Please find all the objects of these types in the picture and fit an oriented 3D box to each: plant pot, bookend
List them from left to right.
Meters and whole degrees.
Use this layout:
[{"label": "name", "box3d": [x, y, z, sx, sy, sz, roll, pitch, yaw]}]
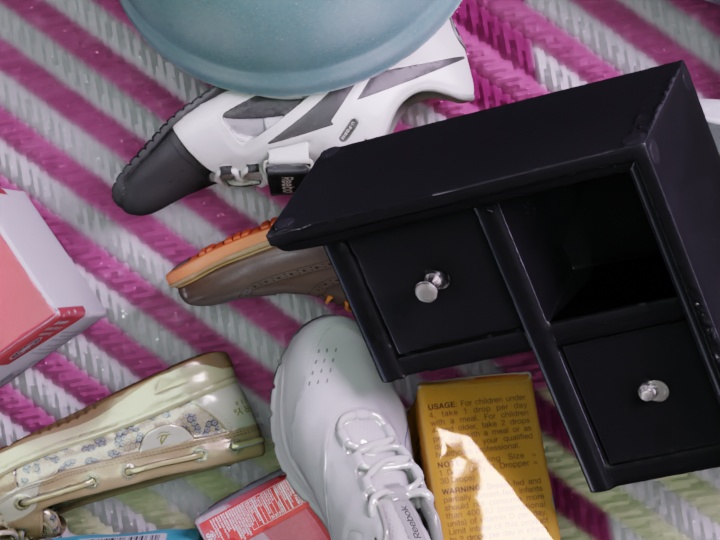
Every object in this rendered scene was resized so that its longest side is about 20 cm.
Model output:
[{"label": "plant pot", "box3d": [-0.042, -0.205, 1.438, 0.200, 0.134, 0.201, -3, 67, 7]}, {"label": "bookend", "box3d": [0.090, 0.024, 1.413, 0.199, 0.092, 0.199, -12, 114, 25]}]

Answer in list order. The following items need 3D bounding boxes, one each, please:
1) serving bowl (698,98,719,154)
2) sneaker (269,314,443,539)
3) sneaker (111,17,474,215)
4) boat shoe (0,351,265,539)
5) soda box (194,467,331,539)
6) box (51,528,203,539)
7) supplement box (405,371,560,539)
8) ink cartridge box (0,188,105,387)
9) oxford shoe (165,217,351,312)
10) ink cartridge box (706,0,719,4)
[{"label": "serving bowl", "box3d": [0.188, -0.003, 1.463, 0.200, 0.066, 0.201, 15, 126, 22]}, {"label": "sneaker", "box3d": [0.011, 0.115, 1.441, 0.074, 0.087, 0.201, -9, 78, -24]}, {"label": "sneaker", "box3d": [-0.032, -0.069, 1.502, 0.200, 0.074, 0.089, -31, 87, 4]}, {"label": "boat shoe", "box3d": [-0.148, 0.110, 1.513, 0.200, 0.073, 0.063, -27, 86, 3]}, {"label": "soda box", "box3d": [-0.010, 0.199, 1.506, 0.063, 0.070, 0.200, -28, 89, 3]}, {"label": "box", "box3d": [-0.113, 0.237, 1.503, 0.082, 0.049, 0.201, -4, 104, 2]}, {"label": "supplement box", "box3d": [0.069, 0.155, 1.471, 0.069, 0.067, 0.201, -8, 73, -9]}, {"label": "ink cartridge box", "box3d": [-0.242, 0.046, 1.482, 0.200, 0.147, 0.083, -35, 87, 3]}, {"label": "oxford shoe", "box3d": [0.000, 0.000, 1.504, 0.199, 0.071, 0.073, -12, 95, 4]}, {"label": "ink cartridge box", "box3d": [0.183, -0.225, 1.471, 0.200, 0.044, 0.174, 18, 93, 23]}]
